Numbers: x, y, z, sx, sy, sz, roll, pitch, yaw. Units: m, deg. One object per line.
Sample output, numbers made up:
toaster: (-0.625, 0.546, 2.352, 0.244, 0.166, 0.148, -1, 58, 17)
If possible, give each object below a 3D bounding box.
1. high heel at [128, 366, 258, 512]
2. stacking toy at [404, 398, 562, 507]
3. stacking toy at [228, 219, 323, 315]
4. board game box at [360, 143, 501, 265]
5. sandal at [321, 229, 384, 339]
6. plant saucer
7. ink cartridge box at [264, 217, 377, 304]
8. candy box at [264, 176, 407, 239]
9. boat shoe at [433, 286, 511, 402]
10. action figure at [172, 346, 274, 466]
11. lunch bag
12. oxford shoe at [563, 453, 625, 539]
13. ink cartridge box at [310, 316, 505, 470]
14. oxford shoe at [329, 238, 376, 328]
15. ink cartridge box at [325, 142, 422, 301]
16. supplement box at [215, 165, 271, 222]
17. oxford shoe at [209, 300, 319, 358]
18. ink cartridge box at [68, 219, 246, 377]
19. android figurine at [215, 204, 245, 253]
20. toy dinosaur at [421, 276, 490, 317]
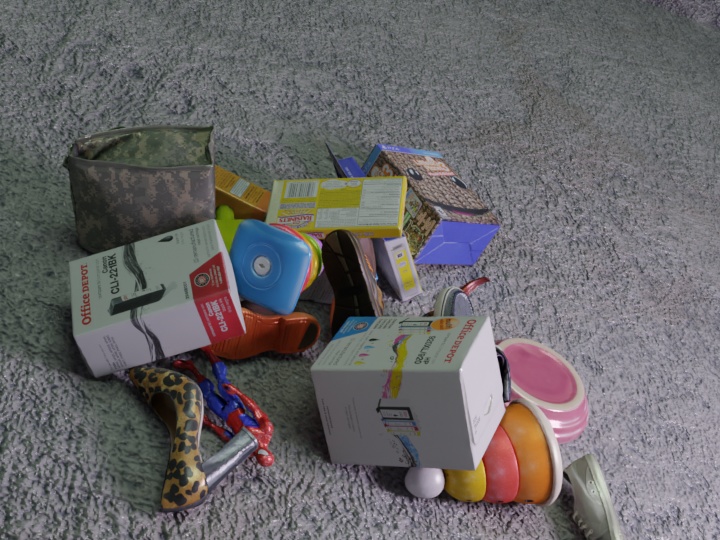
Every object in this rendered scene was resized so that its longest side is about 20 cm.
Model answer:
high heel: (-0.239, 0.195, 1.387, 0.200, 0.071, 0.143, 32, 49, 23)
stacking toy: (0.150, 0.256, 1.536, 0.200, 0.146, 0.146, -11, 46, -17)
stacking toy: (-0.088, -0.013, 1.620, 0.116, 0.110, 0.200, 24, 13, 21)
board game box: (0.109, -0.109, 1.973, 0.159, 0.097, 0.200, 1, 41, -45)
sandal: (-0.004, 0.040, 1.599, 0.055, 0.082, 0.200, -20, 97, -58)
plant saucer: (0.258, 0.170, 1.760, 0.200, 0.051, 0.201, 17, 35, -13)
ink cartridge box: (-0.086, -0.017, 1.761, 0.200, 0.067, 0.116, 9, 39, -25)
candy box: (-0.035, -0.090, 1.693, 0.200, 0.026, 0.102, -1, 53, 11)
boat shoe: (0.160, 0.106, 1.615, 0.075, 0.093, 0.200, 13, 62, -39)
action figure: (-0.166, 0.170, 1.462, 0.200, 0.065, 0.052, 47, 16, 29)
lunch bag: (-0.299, -0.109, 1.608, 0.200, 0.164, 0.118, -1, 42, -6)
oxford shoe: (0.318, 0.340, 1.574, 0.058, 0.075, 0.200, -19, 50, 6)
ink cartridge box: (0.065, 0.151, 1.492, 0.200, 0.145, 0.147, -1, 25, 23)
oxford shoe: (0.000, 0.000, 1.690, 0.071, 0.073, 0.200, 9, 66, -23)
ink cartridge box: (0.021, -0.081, 1.820, 0.047, 0.200, 0.198, -25, 52, -7)
supplement box: (-0.232, -0.122, 1.805, 0.200, 0.067, 0.069, 26, 34, -2)
oxford shoe: (-0.156, 0.074, 1.593, 0.200, 0.071, 0.073, 7, 21, -37)
ink cartridge box: (-0.259, 0.034, 1.476, 0.200, 0.084, 0.144, -17, 44, -1)
android figurine: (-0.220, -0.026, 1.680, 0.182, 0.041, 0.200, 0, 38, -9)
toy dinosaur: (0.093, 0.079, 1.693, 0.105, 0.200, 0.181, 20, -1, 18)
